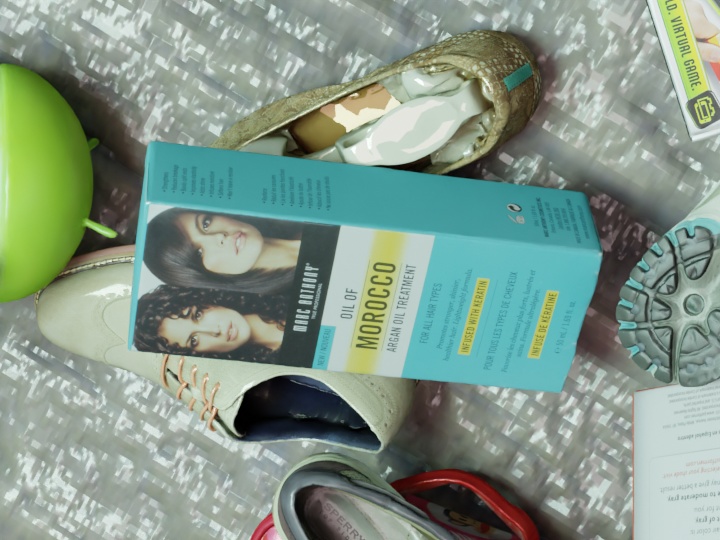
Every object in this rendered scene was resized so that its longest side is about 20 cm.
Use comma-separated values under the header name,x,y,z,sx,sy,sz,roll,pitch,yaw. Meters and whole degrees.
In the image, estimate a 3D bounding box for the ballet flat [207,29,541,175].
name,x,y,z,sx,sy,sz,roll,pitch,yaw
ballet flat,-0.012,-0.054,0.798,0.199,0.065,0.071,-28,97,19

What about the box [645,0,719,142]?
name,x,y,z,sx,sy,sz,roll,pitch,yaw
box,0.165,-0.168,0.743,0.110,0.035,0.201,-17,99,17

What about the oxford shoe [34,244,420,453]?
name,x,y,z,sx,sy,sz,roll,pitch,yaw
oxford shoe,-0.069,0.039,0.822,0.199,0.074,0.071,8,134,13

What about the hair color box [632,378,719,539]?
name,x,y,z,sx,sy,sz,roll,pitch,yaw
hair color box,0.171,0.147,0.740,0.101,0.061,0.201,-16,66,52

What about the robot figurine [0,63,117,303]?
name,x,y,z,sx,sy,sz,roll,pitch,yaw
robot figurine,-0.216,-0.043,0.801,0.199,0.176,0.116,1,132,-16

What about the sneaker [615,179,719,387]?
name,x,y,z,sx,sy,sz,roll,pitch,yaw
sneaker,0.192,-0.037,0.743,0.200,0.086,0.078,-45,81,24

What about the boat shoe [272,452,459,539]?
name,x,y,z,sx,sy,sz,roll,pitch,yaw
boat shoe,0.040,0.156,0.763,0.200,0.065,0.072,41,93,6

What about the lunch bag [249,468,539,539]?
name,x,y,z,sx,sy,sz,roll,pitch,yaw
lunch bag,0.035,0.184,0.843,0.199,0.082,0.177,17,103,9

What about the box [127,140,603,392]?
name,x,y,z,sx,sy,sz,roll,pitch,yaw
box,0.000,0.000,0.765,0.199,0.049,0.083,6,125,-9
